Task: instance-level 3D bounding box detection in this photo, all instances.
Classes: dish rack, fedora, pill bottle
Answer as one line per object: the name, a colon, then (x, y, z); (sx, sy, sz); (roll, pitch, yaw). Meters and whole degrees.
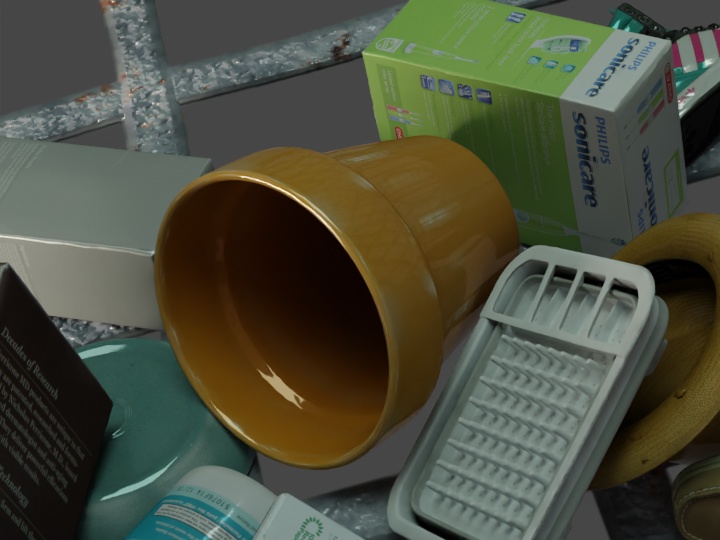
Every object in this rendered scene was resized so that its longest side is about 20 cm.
dish rack: (0.105, 0.087, 1.295); (0.200, 0.043, 0.172); (-61, 26, -7)
fedora: (0.190, 0.062, 1.317); (0.201, 0.082, 0.201); (-41, 30, 30)
pill bottle: (-0.118, 0.214, 1.247); (0.111, 0.111, 0.200); (21, 52, 33)

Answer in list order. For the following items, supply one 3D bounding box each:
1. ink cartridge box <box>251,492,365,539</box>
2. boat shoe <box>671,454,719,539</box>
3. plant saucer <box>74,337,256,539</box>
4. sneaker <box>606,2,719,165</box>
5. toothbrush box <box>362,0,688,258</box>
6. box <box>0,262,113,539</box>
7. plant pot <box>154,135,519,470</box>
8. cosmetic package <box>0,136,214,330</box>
ink cartridge box: (-0.007, 0.253, 1.179); (0.200, 0.043, 0.197); (32, 60, 0)
boat shoe: (0.271, 0.151, 1.234); (0.199, 0.074, 0.066); (4, 39, 20)
plant saucer: (-0.167, 0.108, 1.434); (0.199, 0.036, 0.200); (-8, 41, 7)
sneaker: (0.239, -0.160, 1.583); (0.200, 0.084, 0.121); (-38, 56, -22)
toothbrush box: (0.115, -0.098, 1.497); (0.200, 0.146, 0.086); (17, 50, 32)
box: (-0.275, 0.122, 1.318); (0.165, 0.164, 0.201); (-2, 56, 21)
plant pot: (0.000, 0.000, 1.402); (0.200, 0.201, 0.183); (21, 35, 33)
cosmetic package: (-0.203, -0.028, 1.558); (0.199, 0.090, 0.107); (10, 47, 22)
